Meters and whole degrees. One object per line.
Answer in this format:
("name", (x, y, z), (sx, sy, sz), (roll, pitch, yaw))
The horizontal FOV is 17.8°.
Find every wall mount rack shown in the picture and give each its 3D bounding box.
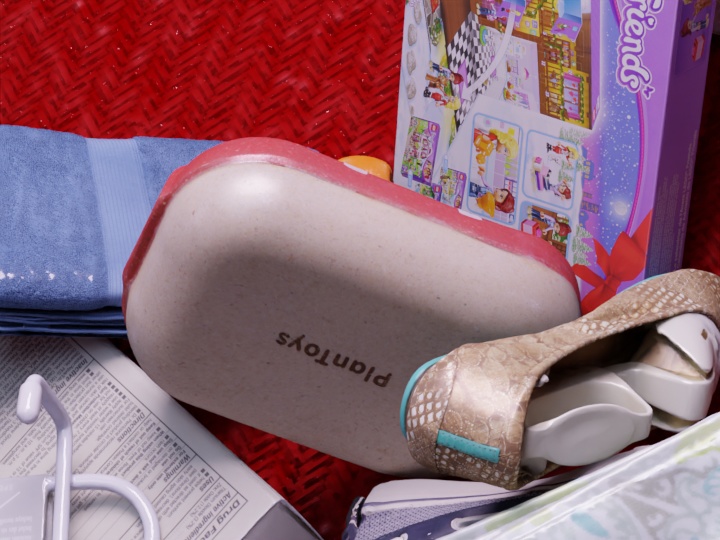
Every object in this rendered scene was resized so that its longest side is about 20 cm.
("wall mount rack", (-0.188, 0.135, 0.962), (0.198, 0.075, 0.175), (-7, 60, 10))

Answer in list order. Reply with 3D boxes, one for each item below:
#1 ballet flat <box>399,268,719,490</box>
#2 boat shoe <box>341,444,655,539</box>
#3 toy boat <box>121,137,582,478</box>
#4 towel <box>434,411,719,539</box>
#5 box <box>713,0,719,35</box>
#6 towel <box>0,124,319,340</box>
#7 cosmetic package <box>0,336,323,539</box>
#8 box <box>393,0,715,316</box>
("ballet flat", (0.103, 0.050, 0.938), (0.199, 0.071, 0.065), (-19, 34, -40))
("boat shoe", (0.078, 0.131, 0.937), (0.198, 0.075, 0.093), (-10, 32, 25))
("toy boat", (0.000, 0.000, 1.004), (0.199, 0.131, 0.131), (21, 37, -13))
("towel", (0.130, 0.159, 0.854), (0.170, 0.048, 0.201), (-25, 65, -4))
("box", (0.166, -0.236, 1.057), (0.199, 0.172, 0.200), (22, 72, 30))
("towel", (-0.105, -0.015, 1.067), (0.198, 0.049, 0.112), (2, 49, -17))
("cosmetic package", (-0.118, 0.098, 1.055), (0.104, 0.073, 0.200), (-46, 56, -6))
("box", (0.083, -0.085, 1.011), (0.136, 0.202, 0.039), (21, 30, 31))
